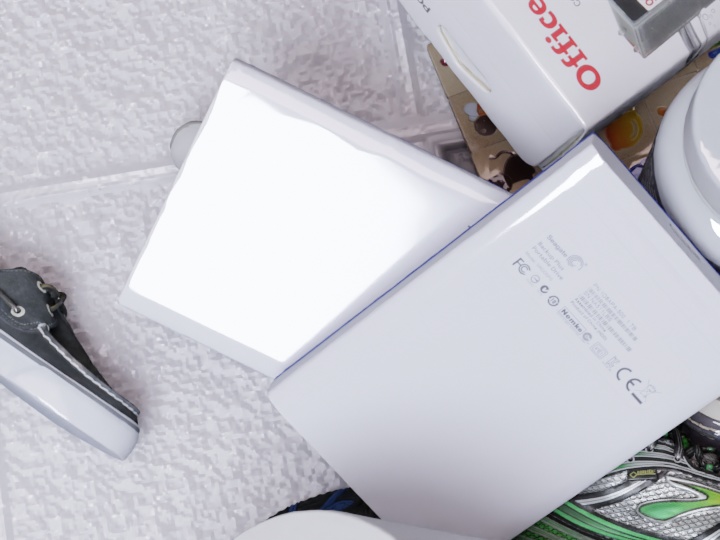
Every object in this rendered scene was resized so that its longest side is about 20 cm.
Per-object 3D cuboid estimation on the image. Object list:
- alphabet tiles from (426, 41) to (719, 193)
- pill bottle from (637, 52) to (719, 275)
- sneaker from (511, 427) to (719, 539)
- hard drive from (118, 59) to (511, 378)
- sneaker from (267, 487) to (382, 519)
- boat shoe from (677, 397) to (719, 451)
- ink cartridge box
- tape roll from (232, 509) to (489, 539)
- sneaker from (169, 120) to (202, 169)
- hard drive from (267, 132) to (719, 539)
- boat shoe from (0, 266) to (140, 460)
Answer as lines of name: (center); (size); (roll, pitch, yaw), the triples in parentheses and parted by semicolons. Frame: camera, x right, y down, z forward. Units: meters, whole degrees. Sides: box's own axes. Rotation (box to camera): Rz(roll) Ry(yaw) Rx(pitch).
alphabet tiles: (0.148, -0.061, 1.055); (0.167, 0.008, 0.200); (-20, 76, -4)
pill bottle: (0.193, -0.039, 0.942); (0.114, 0.200, 0.114); (0, 76, 1)
sneaker: (0.161, 0.110, 0.946); (0.200, 0.078, 0.085); (-9, 90, 17)
hard drive: (0.000, 0.000, 0.961); (0.200, 0.025, 0.132); (26, 99, -3)
sneaker: (-0.049, 0.185, 0.974); (0.200, 0.076, 0.077); (-40, 104, -10)
boat shoe: (0.255, 0.096, 0.997); (0.200, 0.073, 0.063); (14, 119, -1)
ink cartridge box: (0.133, -0.170, 1.018); (0.200, 0.083, 0.147); (-38, 89, -17)
tape roll: (0.018, 0.212, 0.852); (0.203, 0.139, 0.203); (-15, 68, 41)
sneaker: (-0.026, -0.005, 1.013); (0.200, 0.070, 0.080); (36, 82, 9)
hard drive: (0.073, 0.046, 0.915); (0.200, 0.025, 0.132); (-38, 103, 22)
boat shoe: (-0.186, 0.021, 1.012); (0.200, 0.069, 0.057); (36, 79, 12)
